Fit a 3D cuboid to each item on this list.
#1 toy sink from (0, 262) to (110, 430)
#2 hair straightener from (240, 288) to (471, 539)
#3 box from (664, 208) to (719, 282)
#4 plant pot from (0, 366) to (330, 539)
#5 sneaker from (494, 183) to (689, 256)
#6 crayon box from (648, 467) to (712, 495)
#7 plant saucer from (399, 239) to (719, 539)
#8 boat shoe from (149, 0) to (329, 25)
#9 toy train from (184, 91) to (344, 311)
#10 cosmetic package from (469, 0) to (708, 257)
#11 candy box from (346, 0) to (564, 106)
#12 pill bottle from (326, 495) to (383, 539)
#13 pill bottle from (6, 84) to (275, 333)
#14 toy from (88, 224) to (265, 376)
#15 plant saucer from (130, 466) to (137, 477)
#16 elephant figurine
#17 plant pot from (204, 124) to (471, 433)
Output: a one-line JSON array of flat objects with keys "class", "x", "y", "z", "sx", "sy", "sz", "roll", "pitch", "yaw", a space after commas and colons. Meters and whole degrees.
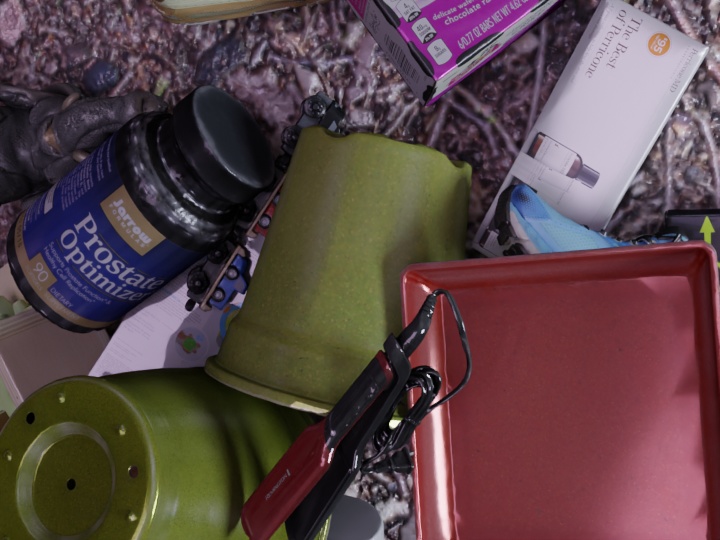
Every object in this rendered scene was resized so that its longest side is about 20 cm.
[{"class": "toy sink", "x": -0.287, "y": 0.093, "z": 0.856, "sx": 0.129, "sy": 0.111, "sz": 0.203, "roll": -26, "pitch": 90, "yaw": 38}, {"class": "hair straightener", "x": 0.006, "y": 0.097, "z": 0.626, "sx": 0.202, "sy": 0.076, "sz": 0.041, "roll": -57, "pitch": 39, "yaw": 16}, {"class": "box", "x": 0.289, "y": 0.058, "z": 0.713, "sx": 0.140, "sy": 0.036, "sz": 0.204, "roll": -1, "pitch": 100, "yaw": 20}, {"class": "plant pot", "x": -0.144, "y": 0.152, "z": 0.687, "sx": 0.196, "sy": 0.193, "sz": 0.205, "roll": -5, "pitch": 74, "yaw": 19}, {"class": "sneaker", "x": 0.178, "y": 0.000, "z": 0.689, "sx": 0.199, "sy": 0.078, "sz": 0.091, "roll": 36, "pitch": 88, "yaw": -6}, {"class": "crayon box", "x": 0.172, "y": 0.143, "z": 0.694, "sx": 0.197, "sy": 0.125, "sz": 0.053, "roll": -11, "pitch": 94, "yaw": 35}, {"class": "plant saucer", "x": 0.124, "y": 0.091, "z": 0.616, "sx": 0.196, "sy": 0.037, "sz": 0.204, "roll": -5, "pitch": 88, "yaw": 28}, {"class": "boat shoe", "x": -0.064, "y": -0.227, "z": 0.772, "sx": 0.196, "sy": 0.076, "sz": 0.073, "roll": -5, "pitch": 70, "yaw": 0}, {"class": "toy train", "x": -0.074, "y": -0.048, "z": 0.796, "sx": 0.045, "sy": 0.034, "sz": 0.202, "roll": 34, "pitch": 90, "yaw": -12}, {"class": "cosmetic package", "x": 0.162, "y": -0.086, "z": 0.725, "sx": 0.082, "sy": 0.051, "sz": 0.203, "roll": 30, "pitch": 107, "yaw": 11}, {"class": "candy box", "x": 0.041, "y": -0.240, "z": 0.707, "sx": 0.136, "sy": 0.061, "sz": 0.201, "roll": -36, "pitch": 86, "yaw": -9}, {"class": "pill bottle", "x": -0.026, "y": 0.292, "z": 0.807, "sx": 0.114, "sy": 0.116, "sz": 0.204, "roll": 4, "pitch": 106, "yaw": 18}, {"class": "pill bottle", "x": -0.162, "y": -0.046, "z": 0.755, "sx": 0.199, "sy": 0.112, "sz": 0.113, "roll": -33, "pitch": 88, "yaw": 26}, {"class": "toy", "x": -0.124, "y": 0.035, "z": 0.837, "sx": 0.114, "sy": 0.047, "sz": 0.202, "roll": 33, "pitch": 91, "yaw": -2}, {"class": "plant saucer", "x": -0.150, "y": 0.228, "z": 0.874, "sx": 0.197, "sy": 0.036, "sz": 0.205, "roll": 3, "pitch": 97, "yaw": 27}, {"class": "elephant figurine", "x": -0.262, "y": -0.101, "z": 0.834, "sx": 0.196, "sy": 0.156, "sz": 0.143, "roll": -12, "pitch": 132, "yaw": -16}, {"class": "plant pot", "x": 0.000, "y": 0.000, "z": 0.734, "sx": 0.197, "sy": 0.200, "sz": 0.188, "roll": 12, "pitch": 91, "yaw": 16}]
